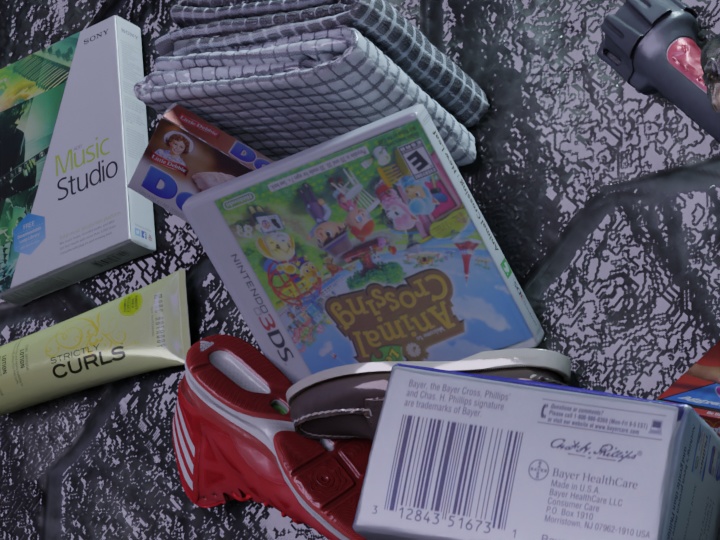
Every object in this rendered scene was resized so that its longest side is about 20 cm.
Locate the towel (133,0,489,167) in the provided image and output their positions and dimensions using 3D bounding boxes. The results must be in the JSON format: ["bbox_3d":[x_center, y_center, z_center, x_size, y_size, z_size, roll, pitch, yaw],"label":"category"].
[{"bbox_3d":[-0.033,-0.131,1.688,0.199,0.165,0.086,-4,65,36],"label":"towel"}]

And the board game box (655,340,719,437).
[{"bbox_3d":[0.282,0.078,1.418,0.199,0.103,0.020,9,121,38],"label":"board game box"}]

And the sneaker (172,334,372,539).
[{"bbox_3d":[-0.054,0.144,1.681,0.200,0.078,0.116,47,141,21],"label":"sneaker"}]

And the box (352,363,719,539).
[{"bbox_3d":[0.120,0.137,1.427,0.183,0.200,0.105,8,76,22],"label":"box"}]

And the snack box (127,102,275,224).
[{"bbox_3d":[-0.061,-0.037,1.670,0.072,0.199,0.024,-59,1,39],"label":"snack box"}]

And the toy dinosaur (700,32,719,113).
[{"bbox_3d":[0.278,-0.176,1.518,0.088,0.048,0.200,11,49,21],"label":"toy dinosaur"}]

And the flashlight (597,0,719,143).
[{"bbox_3d":[0.237,-0.119,1.549,0.200,0.067,0.068,49,145,41],"label":"flashlight"}]

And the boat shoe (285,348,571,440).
[{"bbox_3d":[0.043,0.095,1.595,0.199,0.072,0.060,-7,69,17],"label":"boat shoe"}]

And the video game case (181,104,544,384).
[{"bbox_3d":[0.000,0.000,1.631,0.199,0.183,0.022,-20,17,30],"label":"video game case"}]

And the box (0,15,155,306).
[{"bbox_3d":[-0.233,-0.087,1.906,0.144,0.036,0.201,-21,61,29],"label":"box"}]

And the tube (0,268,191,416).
[{"bbox_3d":[-0.212,0.061,1.831,0.199,0.052,0.058,-18,104,25],"label":"tube"}]
